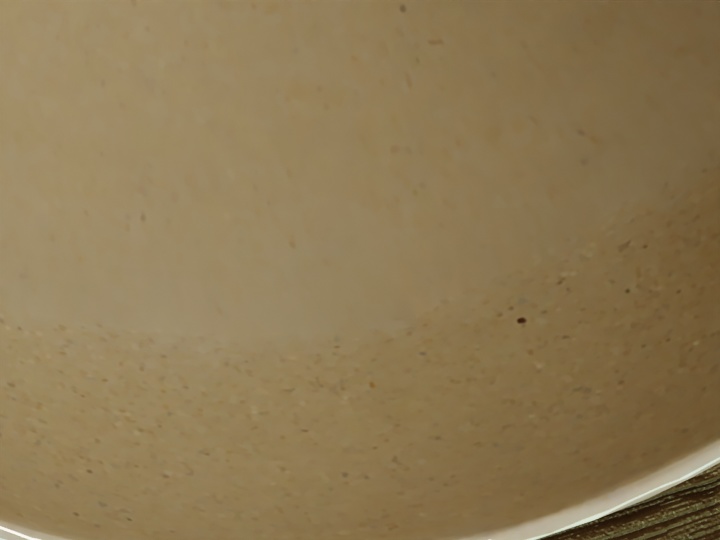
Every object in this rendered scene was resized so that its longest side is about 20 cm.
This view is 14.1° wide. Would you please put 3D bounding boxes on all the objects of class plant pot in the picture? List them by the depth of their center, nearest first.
[{"bbox_3d":[-0.011,-0.083,0.358,0.199,0.201,0.135,-16,-148,-9],"label":"plant pot"}]
